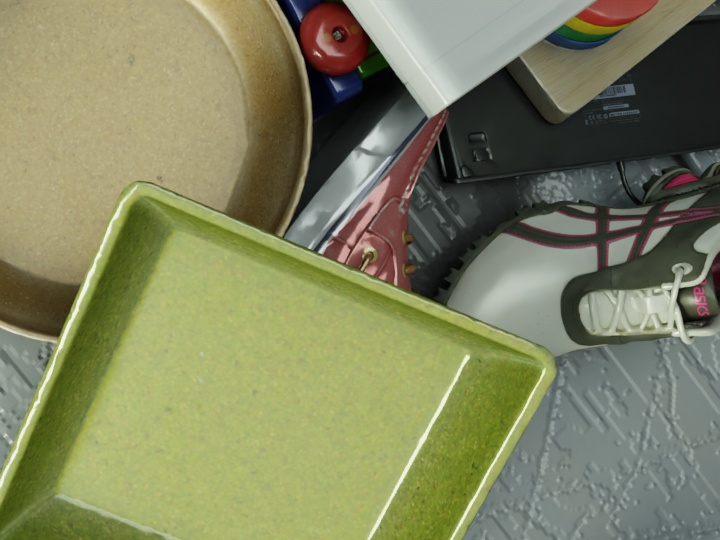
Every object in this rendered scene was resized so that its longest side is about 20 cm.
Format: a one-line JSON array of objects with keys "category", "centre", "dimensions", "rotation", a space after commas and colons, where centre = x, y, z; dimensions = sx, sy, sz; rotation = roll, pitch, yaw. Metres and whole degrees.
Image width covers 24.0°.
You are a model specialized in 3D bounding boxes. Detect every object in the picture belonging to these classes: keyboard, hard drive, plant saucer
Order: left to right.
[{"category": "plant saucer", "centre": [-0.122, -0.067, 0.773], "dimensions": [0.199, 0.035, 0.201], "rotation": [0, 91, -7]}, {"category": "plant saucer", "centre": [-0.045, 0.073, 0.752], "dimensions": [0.199, 0.048, 0.200], "rotation": [23, 111, -11]}, {"category": "hard drive", "centre": [0.020, -0.184, 0.783], "dimensions": [0.132, 0.027, 0.200], "rotation": [-37, 92, -31]}, {"category": "keyboard", "centre": [0.133, -0.069, 0.904], "dimensions": [0.199, 0.021, 0.128], "rotation": [-9, 81, -22]}]

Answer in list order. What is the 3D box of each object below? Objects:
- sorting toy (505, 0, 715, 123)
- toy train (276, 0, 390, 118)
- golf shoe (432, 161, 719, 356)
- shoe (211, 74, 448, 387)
[{"category": "sorting toy", "centre": [0.124, -0.216, 0.883], "dimensions": [0.200, 0.070, 0.199], "rotation": [-38, 94, -23]}, {"category": "toy train", "centre": [-0.023, -0.186, 0.819], "dimensions": [0.115, 0.085, 0.201], "rotation": [-28, 94, -20]}, {"category": "golf shoe", "centre": [0.131, 0.003, 0.842], "dimensions": [0.199, 0.088, 0.077], "rotation": [-22, 118, -12]}, {"category": "shoe", "centre": [0.000, 0.000, 0.817], "dimensions": [0.091, 0.071, 0.200], "rotation": [39, 76, -14]}]
